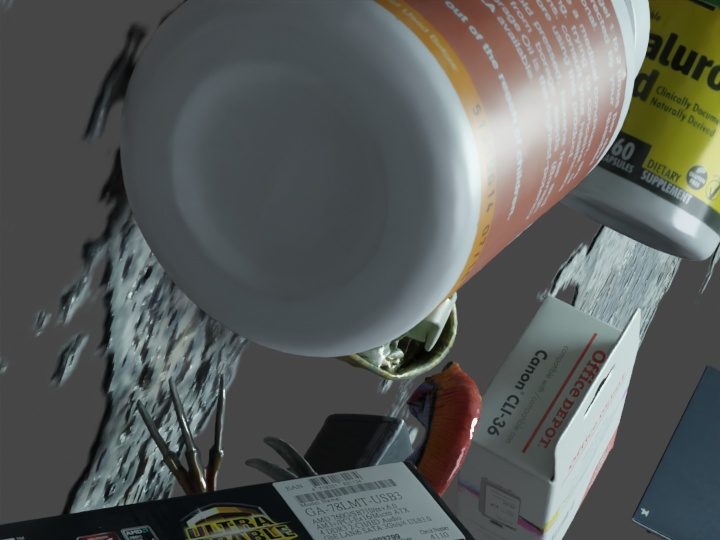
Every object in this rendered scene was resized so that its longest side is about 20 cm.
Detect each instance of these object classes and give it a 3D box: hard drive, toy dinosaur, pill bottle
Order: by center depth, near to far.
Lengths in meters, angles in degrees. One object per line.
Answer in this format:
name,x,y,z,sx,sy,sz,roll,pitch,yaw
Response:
pill bottle,0.021,-0.058,0.614,0.200,0.112,0.112,-37,149,-56
toy dinosaur,-0.013,0.121,0.712,0.181,0.200,0.105,-29,-179,25
hard drive,-0.020,0.154,0.928,0.135,0.042,0.200,-57,162,-24
pill bottle,0.171,-0.115,0.992,0.200,0.111,0.111,-64,164,-2

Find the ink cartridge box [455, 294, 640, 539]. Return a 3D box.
ink cartridge box,0.115,0.098,1.213,0.117,0.067,0.200,-56,163,-26

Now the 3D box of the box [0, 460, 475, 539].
box,-0.078,0.160,0.588,0.198,0.050,0.200,-5,125,-31

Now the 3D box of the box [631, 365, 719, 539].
box,0.409,0.230,2.241,0.200,0.104,0.182,-64,162,-3

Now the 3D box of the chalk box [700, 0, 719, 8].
chalk box,0.110,-0.166,0.570,0.124,0.200,0.124,-51,159,-37

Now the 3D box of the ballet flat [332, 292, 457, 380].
ballet flat,0.000,0.000,0.719,0.071,0.071,0.200,-62,163,-7
